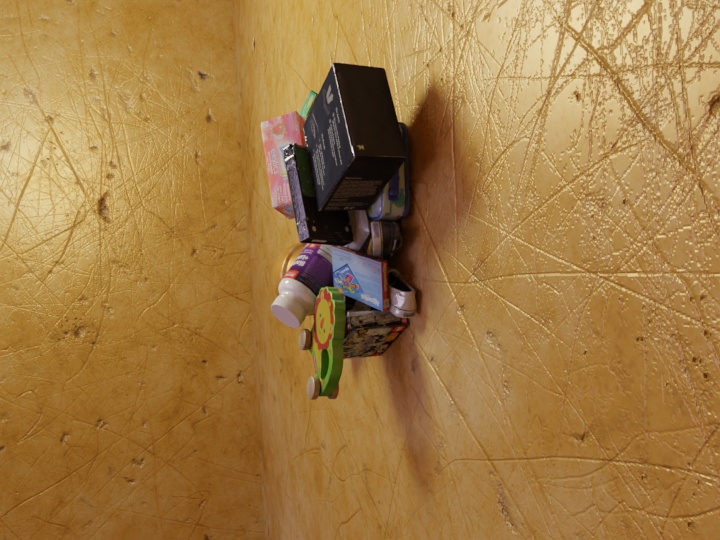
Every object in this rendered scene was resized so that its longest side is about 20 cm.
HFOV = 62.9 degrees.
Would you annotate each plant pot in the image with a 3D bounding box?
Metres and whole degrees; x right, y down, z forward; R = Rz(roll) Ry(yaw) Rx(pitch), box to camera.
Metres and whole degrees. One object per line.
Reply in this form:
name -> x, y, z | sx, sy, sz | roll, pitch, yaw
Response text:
plant pot -> -0.111, 0.018, 1.593 | 0.181, 0.196, 0.207 | -7, 86, 55

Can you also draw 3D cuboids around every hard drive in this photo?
hard drive -> -0.088, -0.155, 1.229 | 0.037, 0.138, 0.206 | -19, 77, 38

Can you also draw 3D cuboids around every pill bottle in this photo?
pill bottle -> -0.126, 0.032, 1.396 | 0.202, 0.110, 0.112 | -58, 1, -30

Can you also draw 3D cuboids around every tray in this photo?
tray -> -0.023, -0.092, 1.308 | 0.200, 0.021, 0.111 | 126, 138, -63

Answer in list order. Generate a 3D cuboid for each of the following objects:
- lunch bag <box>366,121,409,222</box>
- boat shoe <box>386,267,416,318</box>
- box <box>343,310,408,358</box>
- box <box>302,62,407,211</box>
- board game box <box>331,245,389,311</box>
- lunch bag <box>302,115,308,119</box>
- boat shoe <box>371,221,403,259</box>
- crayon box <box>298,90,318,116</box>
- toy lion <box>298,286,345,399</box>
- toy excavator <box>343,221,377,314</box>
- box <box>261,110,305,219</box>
lunch bag -> 0.046, -0.205, 1.232 | 0.160, 0.080, 0.207 | -173, 79, -71
boat shoe -> 0.059, 0.027, 1.254 | 0.200, 0.070, 0.068 | -130, 42, -57
box -> 0.012, 0.145, 1.312 | 0.201, 0.133, 0.041 | 120, 142, -58
box -> -0.018, -0.250, 1.138 | 0.200, 0.114, 0.202 | 134, 128, -58
board game box -> -0.003, 0.013, 1.267 | 0.198, 0.019, 0.106 | 20, 116, 55
lunch bag -> -0.069, -0.278, 1.422 | 0.139, 0.163, 0.206 | 141, 123, -66
boat shoe -> 0.057, -0.060, 1.251 | 0.200, 0.066, 0.074 | 81, -176, -75
crayon box -> -0.120, -0.340, 1.519 | 0.203, 0.117, 0.058 | -60, 31, 11
toy lion -> -0.072, 0.148, 1.276 | 0.194, 0.067, 0.204 | 118, 148, -42
toy excavator -> 0.000, 0.000, 1.404 | 0.195, 0.097, 0.206 | 129, 142, -61
box -> -0.151, -0.233, 1.316 | 0.102, 0.092, 0.206 | 32, -134, -70
